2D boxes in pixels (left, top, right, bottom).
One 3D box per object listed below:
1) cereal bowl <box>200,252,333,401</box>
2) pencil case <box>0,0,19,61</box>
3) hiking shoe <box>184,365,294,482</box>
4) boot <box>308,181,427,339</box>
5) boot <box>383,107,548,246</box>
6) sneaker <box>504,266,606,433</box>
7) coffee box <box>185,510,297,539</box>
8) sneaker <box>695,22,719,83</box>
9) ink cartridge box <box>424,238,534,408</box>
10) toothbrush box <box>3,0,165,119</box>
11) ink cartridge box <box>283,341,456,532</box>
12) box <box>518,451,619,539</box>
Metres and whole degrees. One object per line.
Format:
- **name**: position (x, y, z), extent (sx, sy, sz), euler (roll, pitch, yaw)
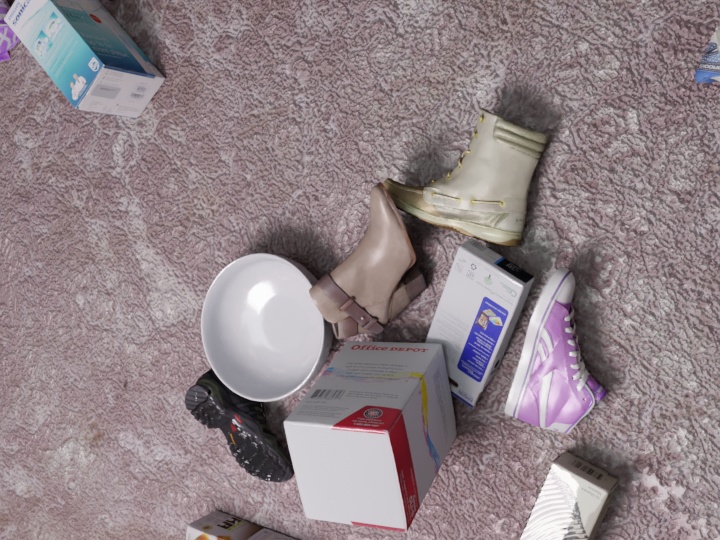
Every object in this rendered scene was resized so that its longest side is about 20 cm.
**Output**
- **cereal bowl**: position (-0.122, 0.077, 1.371), extent (0.196, 0.083, 0.205), euler (0, 91, 23)
- **pencil case**: position (-0.632, -0.451, 1.609), extent (0.202, 0.083, 0.086), euler (63, 150, 13)
- **hiking shoe**: position (-0.156, 0.213, 1.401), extent (0.075, 0.101, 0.201), euler (-30, 108, 36)
- **boot**: position (0.000, 0.000, 1.258), extent (0.144, 0.071, 0.202), euler (-26, 124, -2)
- **boot**: position (0.129, -0.130, 1.243), extent (0.197, 0.072, 0.158), euler (19, 102, 20)
- **sneaker**: position (0.256, 0.102, 1.196), extent (0.113, 0.072, 0.204), euler (19, 111, 21)
- **coffee box**: position (-0.157, 0.439, 1.413), extent (0.197, 0.079, 0.117), euler (11, 98, 26)
- **sneaker**: position (0.456, -0.186, 1.081), extent (0.200, 0.076, 0.086), euler (49, 122, 24)
- **ink cartridge box**: position (0.143, 0.069, 1.244), extent (0.099, 0.039, 0.203), euler (33, 125, 22)
- **toothbrush box**: position (-0.412, -0.331, 1.465), extent (0.200, 0.146, 0.086), euler (48, 111, 18)
- **ink cartridge box**: position (0.020, 0.199, 1.228), extent (0.143, 0.200, 0.147), euler (0, 117, 26)
- **box**: position (0.242, 0.335, 1.211), extent (0.081, 0.068, 0.203), euler (24, 103, 24)
